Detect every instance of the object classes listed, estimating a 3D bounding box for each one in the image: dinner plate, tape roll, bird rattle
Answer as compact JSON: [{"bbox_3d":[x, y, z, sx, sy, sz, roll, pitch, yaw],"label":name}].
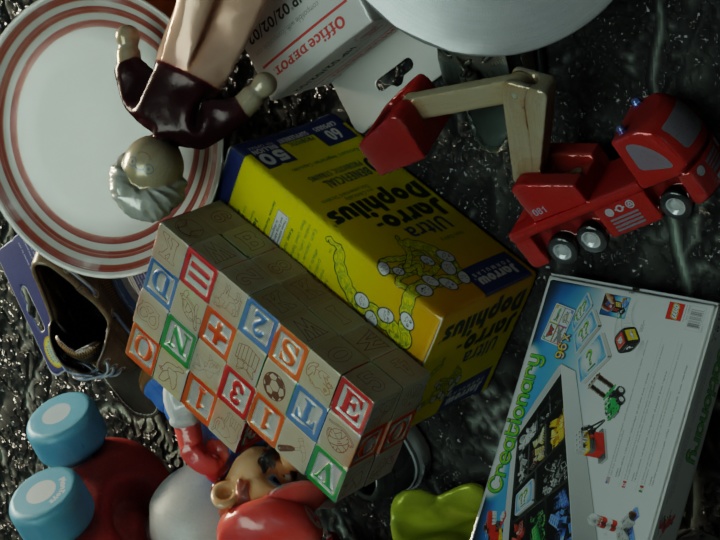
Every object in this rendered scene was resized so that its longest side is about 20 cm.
[{"bbox_3d":[-0.179,-0.095,1.302,0.198,0.024,0.202,4,100,23],"label":"dinner plate"},{"bbox_3d":[0.078,-0.230,1.099,0.198,0.066,0.202,4,108,12],"label":"tape roll"},{"bbox_3d":[0.038,0.251,1.349,0.163,0.113,0.200,44,135,0],"label":"bird rattle"}]

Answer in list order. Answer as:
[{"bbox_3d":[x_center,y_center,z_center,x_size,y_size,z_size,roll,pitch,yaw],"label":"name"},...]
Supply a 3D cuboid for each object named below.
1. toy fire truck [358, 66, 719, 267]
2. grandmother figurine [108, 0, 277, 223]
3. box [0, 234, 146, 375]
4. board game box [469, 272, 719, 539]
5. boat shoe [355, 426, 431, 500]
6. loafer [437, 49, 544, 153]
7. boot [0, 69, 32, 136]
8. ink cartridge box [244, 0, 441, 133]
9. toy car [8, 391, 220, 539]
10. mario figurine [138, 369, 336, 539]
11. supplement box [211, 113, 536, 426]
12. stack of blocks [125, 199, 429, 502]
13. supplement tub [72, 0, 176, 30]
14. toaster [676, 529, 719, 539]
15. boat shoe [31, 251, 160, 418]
[{"bbox_3d":[0.111,-0.076,1.153,0.199,0.049,0.141,-23,114,43],"label":"toy fire truck"},{"bbox_3d":[-0.114,-0.128,1.223,0.121,0.060,0.202,23,96,33],"label":"grandmother figurine"},{"bbox_3d":[-0.212,-0.002,1.520,0.199,0.032,0.122,-29,85,42],"label":"box"},{"bbox_3d":[0.147,0.109,1.167,0.125,0.035,0.202,11,79,39],"label":"board game box"},{"bbox_3d":[-0.033,0.091,1.377,0.200,0.056,0.069,41,128,24],"label":"boat shoe"},{"bbox_3d":[0.066,-0.169,1.188,0.071,0.063,0.202,2,106,41],"label":"loafer"},{"bbox_3d":[-0.237,-0.106,1.435,0.068,0.200,0.131,-39,101,5],"label":"boot"},{"bbox_3d":[-0.033,-0.196,1.263,0.115,0.068,0.201,-33,83,43],"label":"ink cartridge box"},{"bbox_3d":[-0.142,0.192,1.473,0.198,0.178,0.185,-16,123,10],"label":"toy car"},{"bbox_3d":[-0.080,0.125,1.389,0.200,0.123,0.107,51,145,37],"label":"mario figurine"},{"bbox_3d":[0.000,0.000,1.278,0.200,0.108,0.110,39,128,24],"label":"supplement box"},{"bbox_3d":[-0.059,0.061,1.237,0.200,0.058,0.116,39,129,25],"label":"stack of blocks"},{"bbox_3d":[-0.198,-0.250,1.355,0.200,0.122,0.123,42,129,22],"label":"supplement tub"},{"bbox_3d":[0.191,0.260,1.200,0.129,0.113,0.202,-24,86,42],"label":"toaster"},{"bbox_3d":[-0.205,0.047,1.450,0.072,0.073,0.201,-4,127,30],"label":"boat shoe"}]
